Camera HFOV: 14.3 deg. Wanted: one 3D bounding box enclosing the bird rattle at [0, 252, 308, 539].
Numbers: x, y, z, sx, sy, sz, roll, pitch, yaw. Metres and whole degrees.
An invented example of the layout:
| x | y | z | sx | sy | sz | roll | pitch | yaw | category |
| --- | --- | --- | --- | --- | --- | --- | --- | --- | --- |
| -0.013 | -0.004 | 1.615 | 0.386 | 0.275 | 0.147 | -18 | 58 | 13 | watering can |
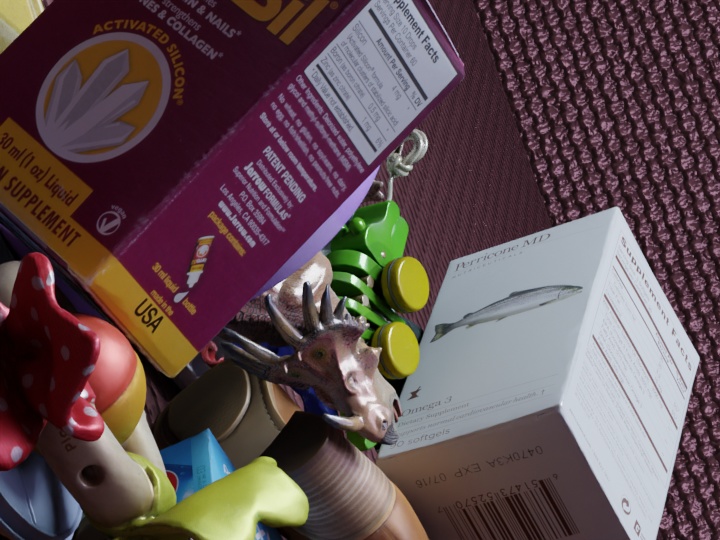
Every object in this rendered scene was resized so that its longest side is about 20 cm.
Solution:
| x | y | z | sx | sy | sz | roll | pitch | yaw | category |
| --- | --- | --- | --- | --- | --- | --- | --- | --- | --- |
| -0.127 | 0.062 | 1.216 | 0.200 | 0.113 | 0.163 | 47 | 7 | -30 | bird rattle |

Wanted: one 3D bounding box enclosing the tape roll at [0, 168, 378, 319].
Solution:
| x | y | z | sx | sy | sz | roll | pitch | yaw | category |
| --- | --- | --- | --- | --- | --- | --- | --- | --- | --- |
| -0.089 | -0.061 | 1.452 | 0.201 | 0.199 | 0.066 | -99 | 163 | -52 | tape roll |

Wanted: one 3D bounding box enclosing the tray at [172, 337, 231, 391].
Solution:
| x | y | z | sx | sy | sz | roll | pitch | yaw | category |
| --- | --- | --- | --- | --- | --- | --- | --- | --- | --- |
| -0.109 | 0.028 | 1.662 | 0.200 | 0.022 | 0.108 | 56 | 16 | -47 | tray |

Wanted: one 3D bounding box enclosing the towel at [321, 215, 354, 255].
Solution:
| x | y | z | sx | sy | sz | roll | pitch | yaw | category |
| --- | --- | --- | --- | --- | --- | --- | --- | --- | --- |
| -0.037 | -0.029 | 1.701 | 0.171 | 0.048 | 0.201 | 55 | -10 | 48 | towel |

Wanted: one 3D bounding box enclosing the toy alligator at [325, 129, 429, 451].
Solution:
| x | y | z | sx | sy | sz | roll | pitch | yaw | category |
| --- | --- | --- | --- | --- | --- | --- | --- | --- | --- |
| 0.000 | 0.000 | 1.567 | 0.054 | 0.059 | 0.201 | 35 | 54 | -43 | toy alligator |

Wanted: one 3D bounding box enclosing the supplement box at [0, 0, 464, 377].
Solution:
| x | y | z | sx | sy | sz | roll | pitch | yaw | category |
| --- | --- | --- | --- | --- | --- | --- | --- | --- | --- |
| -0.074 | -0.075 | 1.299 | 0.131 | 0.200 | 0.103 | 38 | -9 | 34 | supplement box |

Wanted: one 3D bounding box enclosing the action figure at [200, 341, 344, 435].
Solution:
| x | y | z | sx | sy | sz | roll | pitch | yaw | category |
| --- | --- | --- | --- | --- | --- | --- | --- | --- | --- |
| -0.053 | 0.051 | 1.644 | 0.099 | 0.065 | 0.201 | -106 | 172 | -80 | action figure |

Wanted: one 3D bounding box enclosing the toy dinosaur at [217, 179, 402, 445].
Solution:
| x | y | z | sx | sy | sz | roll | pitch | yaw | category |
| --- | --- | --- | --- | --- | --- | --- | --- | --- | --- |
| -0.066 | 0.012 | 1.473 | 0.136 | 0.199 | 0.086 | -67 | 163 | -53 | toy dinosaur |

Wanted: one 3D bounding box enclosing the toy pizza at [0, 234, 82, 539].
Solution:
| x | y | z | sx | sy | sz | roll | pitch | yaw | category |
| --- | --- | --- | --- | --- | --- | --- | --- | --- | --- |
| -0.179 | 0.035 | 1.267 | 0.200 | 0.032 | 0.201 | -23 | 90 | -81 | toy pizza |

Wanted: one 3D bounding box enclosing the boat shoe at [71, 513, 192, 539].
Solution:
| x | y | z | sx | sy | sz | roll | pitch | yaw | category |
| --- | --- | --- | --- | --- | --- | --- | --- | --- | --- |
| -0.077 | 0.176 | 1.362 | 0.065 | 0.073 | 0.201 | -99 | 168 | -60 | boat shoe |

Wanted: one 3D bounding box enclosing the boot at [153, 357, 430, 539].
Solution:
| x | y | z | sx | sy | sz | roll | pitch | yaw | category |
| --- | --- | --- | --- | --- | --- | --- | --- | --- | --- |
| -0.025 | 0.132 | 1.544 | 0.155 | 0.074 | 0.200 | 52 | -11 | -27 | boot |

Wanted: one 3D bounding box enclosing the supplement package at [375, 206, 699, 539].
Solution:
| x | y | z | sx | sy | sz | roll | pitch | yaw | category |
| --- | --- | --- | --- | --- | --- | --- | --- | --- | --- |
| 0.102 | 0.077 | 1.599 | 0.118 | 0.116 | 0.200 | 59 | 27 | -23 | supplement package |

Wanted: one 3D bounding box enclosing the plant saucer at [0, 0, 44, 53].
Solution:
| x | y | z | sx | sy | sz | roll | pitch | yaw | category |
| --- | --- | --- | --- | --- | --- | --- | --- | --- | --- |
| -0.208 | -0.169 | 1.381 | 0.200 | 0.048 | 0.201 | 41 | 28 | -68 | plant saucer |

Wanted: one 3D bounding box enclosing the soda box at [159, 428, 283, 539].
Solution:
| x | y | z | sx | sy | sz | roll | pitch | yaw | category |
| --- | --- | --- | --- | --- | --- | --- | --- | --- | --- |
| -0.060 | 0.178 | 1.475 | 0.068 | 0.064 | 0.200 | -100 | 163 | -50 | soda box |

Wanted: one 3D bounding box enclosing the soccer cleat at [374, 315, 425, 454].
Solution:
| x | y | z | sx | sy | sz | roll | pitch | yaw | category |
| --- | --- | --- | --- | --- | --- | --- | --- | --- | --- |
| 0.041 | 0.100 | 1.662 | 0.081 | 0.067 | 0.200 | 40 | -18 | 39 | soccer cleat |
